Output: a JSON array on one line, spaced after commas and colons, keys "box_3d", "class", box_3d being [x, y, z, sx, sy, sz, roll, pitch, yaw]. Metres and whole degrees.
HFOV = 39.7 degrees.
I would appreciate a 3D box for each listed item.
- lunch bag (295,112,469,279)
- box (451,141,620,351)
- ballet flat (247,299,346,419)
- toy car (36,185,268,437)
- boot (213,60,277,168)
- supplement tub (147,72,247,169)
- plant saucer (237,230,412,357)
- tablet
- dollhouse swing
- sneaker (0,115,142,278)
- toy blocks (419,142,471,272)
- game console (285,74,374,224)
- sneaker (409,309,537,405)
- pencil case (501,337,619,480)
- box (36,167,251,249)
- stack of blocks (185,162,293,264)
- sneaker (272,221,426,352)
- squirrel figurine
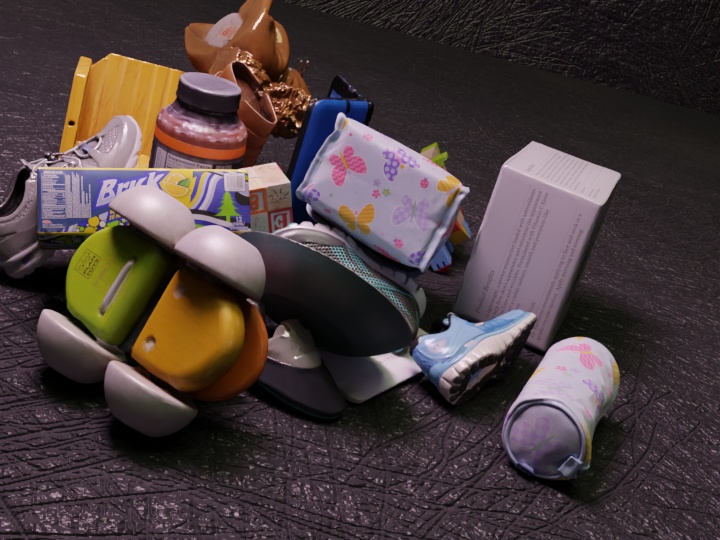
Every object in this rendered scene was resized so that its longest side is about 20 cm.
[{"box_3d": [0.027, -0.077, 1.134, 0.168, 0.128, 0.200, 31, 3, 2], "class": "lunch bag"}, {"box_3d": [0.225, -0.037, 1.261, 0.129, 0.202, 0.200, 23, 23, 13], "class": "box"}, {"box_3d": [-0.094, 0.069, 0.951, 0.198, 0.074, 0.073, 27, 24, 22], "class": "ballet flat"}, {"box_3d": [-0.165, 0.040, 0.869, 0.198, 0.177, 0.150, 29, -4, 27], "class": "toy car"}, {"box_3d": [-0.143, -0.137, 1.201, 0.201, 0.154, 0.074, 53, 40, -5], "class": "boot"}, {"box_3d": [-0.187, -0.116, 1.131, 0.105, 0.203, 0.107, 13, 23, -6], "class": "supplement tub"}, {"box_3d": [-0.046, 0.036, 0.962, 0.199, 0.039, 0.202, 26, -21, 11], "class": "plant saucer"}, {"box_3d": [0.003, 0.082, 1.067, 0.129, 0.014, 0.199, 29, 24, 26], "class": "tablet"}, {"box_3d": [-0.279, -0.182, 1.283, 0.197, 0.185, 0.176, 12, 2, -15], "class": "dollhouse swing"}, {"box_3d": [-0.298, -0.088, 0.992, 0.074, 0.201, 0.082, 14, -30, 51], "class": "sneaker"}, {"box_3d": [0.105, -0.084, 1.391, 0.099, 0.138, 0.200, -24, 15, 17], "class": "toy blocks"}, {"box_3d": [-0.070, -0.142, 1.280, 0.118, 0.203, 0.170, 31, 23, 30], "class": "game console"}, {"box_3d": [0.123, 0.071, 1.083, 0.089, 0.079, 0.199, 35, 27, 24], "class": "sneaker"}, {"box_3d": [0.207, 0.134, 1.005, 0.090, 0.084, 0.200, 29, 24, 13], "class": "pencil case"}, {"box_3d": [-0.206, -0.058, 0.954, 0.196, 0.066, 0.070, 0, -11, -17], "class": "box"}, {"box_3d": [-0.172, -0.035, 1.068, 0.197, 0.117, 0.059, -12, 30, -18], "class": "stack of blocks"}, {"box_3d": [-0.014, 0.020, 1.055, 0.198, 0.078, 0.092, 25, 30, -15], "class": "sneaker"}, {"box_3d": [-0.130, -0.245, 1.351, 0.187, 0.140, 0.202, 49, 22, -43], "class": "squirrel figurine"}]
